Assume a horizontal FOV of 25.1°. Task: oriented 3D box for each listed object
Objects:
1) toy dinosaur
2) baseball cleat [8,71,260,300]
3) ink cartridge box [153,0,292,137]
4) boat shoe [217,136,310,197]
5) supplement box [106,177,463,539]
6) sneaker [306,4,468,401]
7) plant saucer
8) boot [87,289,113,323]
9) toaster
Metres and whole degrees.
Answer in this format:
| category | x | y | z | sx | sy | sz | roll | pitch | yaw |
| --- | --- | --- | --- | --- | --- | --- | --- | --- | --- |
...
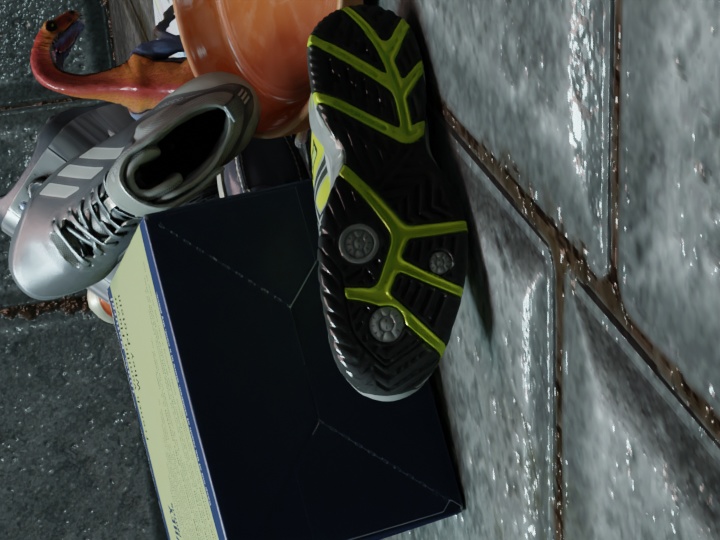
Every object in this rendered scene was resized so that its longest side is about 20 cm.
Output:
| category | x | y | z | sx | sy | sz | roll | pitch | yaw |
| --- | --- | --- | --- | --- | --- | --- | --- | --- | --- |
| toy dinosaur | -0.122 | -0.137 | 1.067 | 0.200 | 0.179 | 0.106 | 174 | 97 | -71 |
| baseball cleat | -0.145 | -0.045 | 0.947 | 0.070 | 0.200 | 0.107 | 46 | -162 | -7 |
| ink cartridge box | -0.109 | -0.198 | 1.217 | 0.145 | 0.083 | 0.202 | -117 | 21 | -58 |
| boat shoe | -0.047 | -0.029 | 1.121 | 0.063 | 0.072 | 0.202 | -35 | 65 | 56 |
| supplement box | -0.054 | 0.071 | 0.952 | 0.200 | 0.133 | 0.202 | 139 | 117 | -71 |
| sneaker | 0.013 | -0.030 | 0.805 | 0.077 | 0.074 | 0.202 | 89 | 178 | -68 |
| plant saucer | -0.054 | -0.180 | 0.955 | 0.200 | 0.032 | 0.203 | 22 | 116 | 53 |
| boot | -0.166 | 0.010 | 1.470 | 0.200 | 0.106 | 0.076 | -9 | -89 | -68 |
| toaster | -0.179 | -0.051 | 1.228 | 0.114 | 0.129 | 0.200 | -52 | -3 | 14 |
